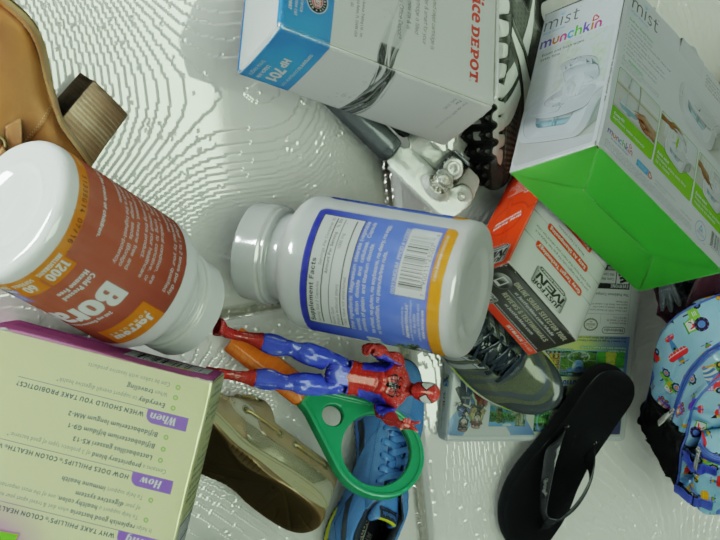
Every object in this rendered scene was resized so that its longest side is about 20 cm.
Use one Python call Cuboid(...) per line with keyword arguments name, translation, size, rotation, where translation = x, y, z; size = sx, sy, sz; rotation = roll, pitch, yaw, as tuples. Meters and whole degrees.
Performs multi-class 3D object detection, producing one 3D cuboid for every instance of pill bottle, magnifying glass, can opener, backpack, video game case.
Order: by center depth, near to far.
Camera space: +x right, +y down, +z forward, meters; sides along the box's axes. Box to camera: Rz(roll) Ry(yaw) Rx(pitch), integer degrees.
Cuboid(name="pill bottle", translation=(-0.198, -0.008, 1.085), size=(0.200, 0.112, 0.113), rotation=(35, 81, -48))
Cuboid(name="pill bottle", translation=(0.000, 0.000, 1.153), size=(0.199, 0.112, 0.113), rotation=(10, 90, 21))
Cuboid(name="magnifying glass", translation=(-0.032, 0.120, 1.212), size=(0.200, 0.022, 0.080), rotation=(39, 66, -4))
Cuboid(name="can opener", translation=(0.022, -0.120, 1.228), size=(0.200, 0.066, 0.053), rotation=(43, 77, -13))
Cuboid(name="backpack", translation=(0.358, 0.108, 1.301), size=(0.181, 0.135, 0.201), rotation=(-13, 138, -7))
Cuboid(name="video game case", translation=(0.171, 0.070, 1.332), size=(0.199, 0.022, 0.184), rotation=(3, 95, -25))

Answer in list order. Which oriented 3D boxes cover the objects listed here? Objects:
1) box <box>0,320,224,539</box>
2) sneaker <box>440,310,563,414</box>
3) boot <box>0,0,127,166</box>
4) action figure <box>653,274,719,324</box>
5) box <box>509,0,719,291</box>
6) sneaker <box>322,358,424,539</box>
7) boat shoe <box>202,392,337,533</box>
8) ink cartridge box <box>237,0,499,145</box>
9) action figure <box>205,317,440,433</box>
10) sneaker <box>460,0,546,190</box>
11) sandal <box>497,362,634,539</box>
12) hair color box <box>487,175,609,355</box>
Cuboid(name="box", translation=(-0.216, 0.157, 1.098), size=(0.175, 0.097, 0.201), rotation=(13, 90, 0))
Cuboid(name="sneaker", translation=(0.096, 0.061, 1.241), size=(0.200, 0.081, 0.074), rotation=(36, 92, -5))
Cuboid(name="boot", translation=(-0.296, -0.125, 1.084), size=(0.155, 0.077, 0.200), rotation=(-48, 119, -7))
Cuboid(name="action figure", translation=(0.356, -0.002, 1.380), size=(0.199, 0.149, 0.134), rotation=(3, 136, -40))
Cuboid(name="box", translation=(0.238, -0.113, 1.223), size=(0.200, 0.096, 0.177), rotation=(37, 54, -34))
Cuboid(name="sneaker", translation=(0.025, 0.179, 1.250), size=(0.066, 0.078, 0.201), rotation=(17, 88, -22))
Cuboid(name="boat shoe", translation=(-0.104, 0.140, 1.200), size=(0.200, 0.072, 0.065), rotation=(39, 44, -11))
Cuboid(name="ink cartridge box", translation=(0.009, -0.208, 1.164), size=(0.199, 0.086, 0.147), rotation=(18, 60, -26))
Cuboid(name="action figure", translation=(-0.021, 0.087, 1.162), size=(0.199, 0.099, 0.066), rotation=(11, 86, -16))
Cuboid(name="sneaker", translation=(0.140, -0.173, 1.264), size=(0.090, 0.066, 0.202), rotation=(-2, 95, -21))
Cuboid(name="sandal", translation=(0.192, 0.180, 1.323), size=(0.076, 0.043, 0.201), rotation=(22, 100, -29))
Cuboid(name="hair color box", translation=(0.171, -0.035, 1.251), size=(0.102, 0.061, 0.200), rotation=(47, 48, -21))
